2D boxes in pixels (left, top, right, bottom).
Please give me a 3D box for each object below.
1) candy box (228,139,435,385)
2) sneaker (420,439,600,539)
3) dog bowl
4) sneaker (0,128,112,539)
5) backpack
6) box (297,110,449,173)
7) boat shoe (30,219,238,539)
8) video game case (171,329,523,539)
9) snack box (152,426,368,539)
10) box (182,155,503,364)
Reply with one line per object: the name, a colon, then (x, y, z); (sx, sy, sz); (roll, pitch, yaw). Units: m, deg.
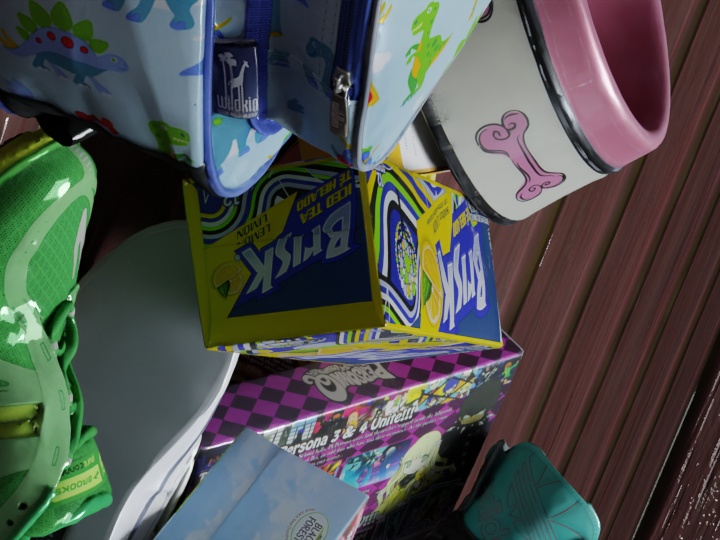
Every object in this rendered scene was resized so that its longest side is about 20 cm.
candy box: (-0.021, 0.022, 1.075); (0.115, 0.055, 0.200); (-50, 159, -41)
sneaker: (0.051, 0.138, 1.053); (0.121, 0.084, 0.200); (-50, 158, 21)
dog bowl: (0.073, -0.124, 0.944); (0.200, 0.074, 0.200); (-13, 90, -71)
sneaker: (-0.114, 0.044, 0.747); (0.074, 0.084, 0.200); (-35, 145, -61)
backpack: (-0.022, -0.142, 0.654); (0.200, 0.147, 0.183); (91, 24, -46)
box: (0.016, -0.098, 0.946); (0.200, 0.041, 0.119); (-13, 93, -73)
boat shoe: (-0.102, 0.070, 0.877); (0.200, 0.074, 0.065); (-60, 175, 5)
video game case: (-0.031, 0.115, 1.050); (0.200, 0.036, 0.181); (-14, 139, -40)
snack box: (-0.081, 0.189, 0.912); (0.169, 0.068, 0.200); (-51, 167, -46)
box: (0.000, 0.000, 0.866); (0.200, 0.070, 0.064); (12, 71, -74)
